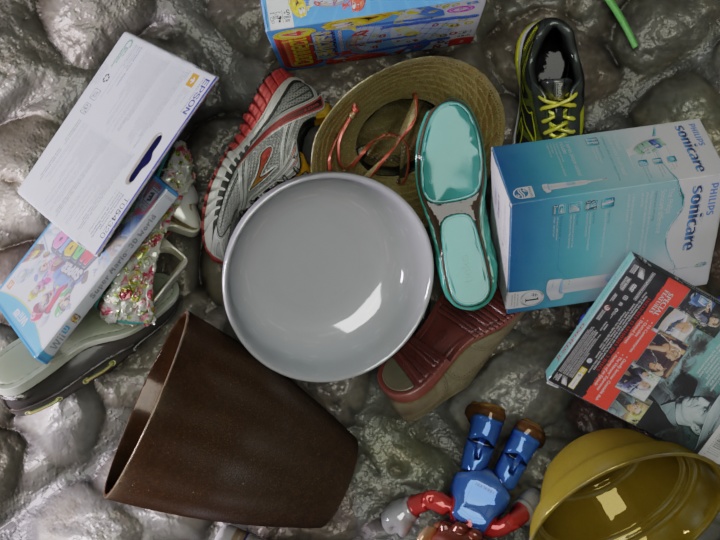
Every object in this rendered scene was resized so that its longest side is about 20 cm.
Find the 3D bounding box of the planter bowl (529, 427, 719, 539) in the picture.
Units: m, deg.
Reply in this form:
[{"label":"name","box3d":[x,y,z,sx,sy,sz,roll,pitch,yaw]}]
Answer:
[{"label":"planter bowl","box3d":[0.234,0.208,1.199,0.200,0.200,0.083,-23,46,0]}]

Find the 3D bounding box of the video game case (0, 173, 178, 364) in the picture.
[{"label":"video game case","box3d":[-0.268,-0.021,1.225,0.200,0.143,0.018,-52,130,-1]}]

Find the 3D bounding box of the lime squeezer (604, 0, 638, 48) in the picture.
[{"label":"lime squeezer","box3d":[0.201,-0.295,1.270,0.200,0.038,0.071,26,88,2]}]

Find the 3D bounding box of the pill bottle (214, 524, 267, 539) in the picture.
[{"label":"pill bottle","box3d":[-0.061,0.329,1.207,0.200,0.111,0.111,23,88,3]}]

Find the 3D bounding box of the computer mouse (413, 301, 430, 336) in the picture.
[{"label":"computer mouse","box3d":[0.000,0.000,1.254,0.140,0.046,0.200,2,87,2]}]

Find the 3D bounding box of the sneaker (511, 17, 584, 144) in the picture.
[{"label":"sneaker","box3d":[0.183,-0.151,1.239,0.074,0.085,0.200,-7,87,2]}]

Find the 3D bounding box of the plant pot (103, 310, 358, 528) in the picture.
[{"label":"plant pot","box3d":[-0.111,0.163,1.196,0.200,0.187,0.187,25,88,-12]}]

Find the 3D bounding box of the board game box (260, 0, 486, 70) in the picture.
[{"label":"board game box","box3d":[0.011,-0.244,1.190,0.196,0.200,0.056,-9,89,1]}]

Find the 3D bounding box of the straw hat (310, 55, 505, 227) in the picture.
[{"label":"straw hat","box3d":[0.032,-0.138,1.237,0.201,0.085,0.201,-13,126,-18]}]

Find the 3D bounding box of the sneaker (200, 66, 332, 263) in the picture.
[{"label":"sneaker","box3d":[-0.094,-0.096,1.245,0.082,0.078,0.200,27,88,2]}]

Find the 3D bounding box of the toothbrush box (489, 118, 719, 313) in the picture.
[{"label":"toothbrush box","box3d":[0.226,-0.049,1.188,0.200,0.146,0.085,-8,46,-2]}]

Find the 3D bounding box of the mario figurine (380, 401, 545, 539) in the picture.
[{"label":"mario figurine","box3d":[0.102,0.232,1.240,0.123,0.106,0.200,17,74,38]}]

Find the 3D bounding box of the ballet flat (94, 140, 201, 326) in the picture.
[{"label":"ballet flat","box3d":[-0.193,-0.031,1.236,0.064,0.076,0.200,23,70,-5]}]

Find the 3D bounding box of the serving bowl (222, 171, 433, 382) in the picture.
[{"label":"serving bowl","box3d":[-0.035,0.000,1.190,0.200,0.066,0.200,-4,106,-15]}]

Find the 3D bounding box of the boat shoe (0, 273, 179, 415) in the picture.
[{"label":"boat shoe","box3d":[-0.265,0.072,1.249,0.201,0.061,0.072,-29,49,-15]}]

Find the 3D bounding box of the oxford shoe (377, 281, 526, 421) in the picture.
[{"label":"oxford shoe","box3d":[0.100,0.068,1.248,0.200,0.075,0.070,-37,52,-14]}]

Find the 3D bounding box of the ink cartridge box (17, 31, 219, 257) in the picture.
[{"label":"ink cartridge box","box3d":[-0.223,-0.117,1.206,0.043,0.200,0.196,36,88,-42]}]

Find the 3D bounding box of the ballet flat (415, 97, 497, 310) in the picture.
[{"label":"ballet flat","box3d":[0.089,-0.061,1.207,0.067,0.070,0.200,-8,92,1]}]

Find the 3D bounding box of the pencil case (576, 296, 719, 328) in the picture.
[{"label":"pencil case","box3d":[0.304,0.066,1.229,0.200,0.078,0.087,-6,85,1]}]

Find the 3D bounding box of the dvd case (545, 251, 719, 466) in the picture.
[{"label":"dvd case","box3d":[0.293,0.087,1.182,0.200,0.022,0.146,27,110,-11]}]
